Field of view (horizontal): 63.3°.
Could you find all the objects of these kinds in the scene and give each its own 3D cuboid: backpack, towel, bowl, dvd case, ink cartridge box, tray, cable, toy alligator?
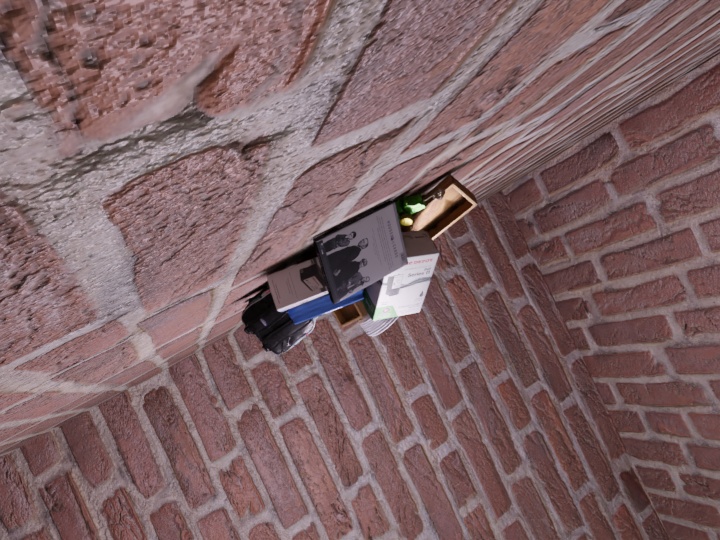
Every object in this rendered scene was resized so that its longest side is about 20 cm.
[{"bbox_3d":[-0.205,0.110,1.605,0.198,0.178,0.152,-34,-163,33],"label":"backpack"},{"bbox_3d":[-0.047,-0.071,1.416,0.196,0.023,0.144,-28,179,-23],"label":"towel"},{"bbox_3d":[-0.081,0.083,1.428,0.195,0.041,0.201,-21,178,-1],"label":"bowl"},{"bbox_3d":[0.005,-0.039,1.243,0.196,0.154,0.025,-27,-150,-20],"label":"dvd case"},{"bbox_3d":[0.094,0.013,1.414,0.142,0.084,0.204,-8,134,-22],"label":"ink cartridge box"},{"bbox_3d":[0.172,-0.133,1.396,0.097,0.038,0.199,29,125,-35],"label":"tray"},{"bbox_3d":[-0.110,0.022,1.356,0.194,0.086,0.145,-20,176,-6],"label":"ink cartridge box"},{"bbox_3d":[0.074,0.100,1.721,0.201,0.069,0.199,-50,-169,-18],"label":"cable"},{"bbox_3d":[-0.066,0.056,1.692,0.097,0.204,0.037,-27,-175,41],"label":"tray"},{"bbox_3d":[0.099,-0.140,1.290,0.053,0.061,0.198,24,143,-32],"label":"toy alligator"}]

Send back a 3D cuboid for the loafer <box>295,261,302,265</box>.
[{"bbox_3d":[-0.111,-0.006,1.549,0.071,0.064,0.199,-28,179,25],"label":"loafer"}]

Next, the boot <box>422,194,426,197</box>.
[{"bbox_3d":[0.123,-0.146,1.518,0.195,0.070,0.131,-23,-173,14],"label":"boot"}]
